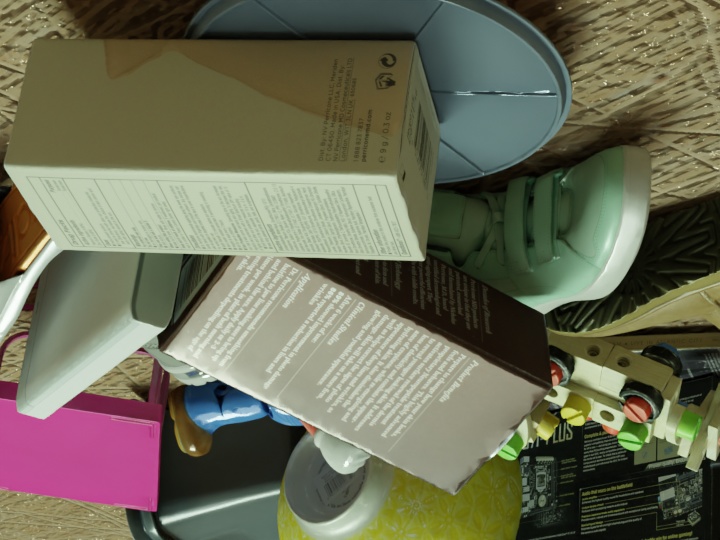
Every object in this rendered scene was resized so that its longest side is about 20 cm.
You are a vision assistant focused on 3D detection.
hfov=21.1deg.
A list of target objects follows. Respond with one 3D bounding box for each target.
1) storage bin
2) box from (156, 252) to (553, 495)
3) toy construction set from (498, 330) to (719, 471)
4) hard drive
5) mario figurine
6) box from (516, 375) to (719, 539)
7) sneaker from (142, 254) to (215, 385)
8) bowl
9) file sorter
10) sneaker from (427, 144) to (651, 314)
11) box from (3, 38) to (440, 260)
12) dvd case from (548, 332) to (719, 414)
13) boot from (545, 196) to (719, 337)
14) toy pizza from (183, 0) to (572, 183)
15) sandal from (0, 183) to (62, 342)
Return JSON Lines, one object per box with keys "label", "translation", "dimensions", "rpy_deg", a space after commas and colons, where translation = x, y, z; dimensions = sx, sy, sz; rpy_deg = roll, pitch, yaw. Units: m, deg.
{"label": "storage bin", "translation": [-0.092, 0.182, 1.575], "dimensions": [0.133, 0.146, 0.200], "rpy_deg": [-13, 153, 16]}
{"label": "box", "translation": [-0.001, 0.034, 1.079], "dimensions": [0.199, 0.075, 0.100], "rpy_deg": [29, 122, -18]}
{"label": "toy construction set", "translation": [0.158, 0.088, 1.295], "dimensions": [0.199, 0.092, 0.132], "rpy_deg": [10, 140, 9]}
{"label": "hard drive", "translation": [-0.150, -0.001, 1.136], "dimensions": [0.027, 0.133, 0.200], "rpy_deg": [18, 154, -23]}
{"label": "mario figurine", "translation": [-0.027, 0.095, 1.352], "dimensions": [0.199, 0.124, 0.106], "rpy_deg": [-9, 155, 22]}
{"label": "box", "translation": [0.203, 0.182, 1.417], "dimensions": [0.086, 0.165, 0.199], "rpy_deg": [22, 151, -38]}
{"label": "sneaker", "translation": [-0.061, -0.002, 1.131], "dimensions": [0.200, 0.075, 0.082], "rpy_deg": [-37, 134, 23]}
{"label": "bowl", "translation": [0.006, 0.162, 1.407], "dimensions": [0.199, 0.201, 0.108], "rpy_deg": [-12, 150, 35]}
{"label": "file sorter", "translation": [-0.197, 0.068, 1.321], "dimensions": [0.138, 0.126, 0.200], "rpy_deg": [8, 156, -3]}
{"label": "sneaker", "translation": [0.080, -0.024, 1.107], "dimensions": [0.117, 0.074, 0.200], "rpy_deg": [14, 156, -18]}
{"label": "box", "translation": [-0.066, -0.060, 0.967], "dimensions": [0.199, 0.078, 0.095], "rpy_deg": [3, 154, 12]}
{"label": "dvd case", "translation": [0.188, 0.078, 1.402], "dimensions": [0.199, 0.016, 0.149], "rpy_deg": [-4, 157, 18]}
{"label": "boot", "translation": [0.230, 0.029, 1.214], "dimensions": [0.174, 0.067, 0.199], "rpy_deg": [-15, 152, 40]}
{"label": "toy pizza", "translation": [0.009, -0.104, 0.984], "dimensions": [0.199, 0.032, 0.200], "rpy_deg": [7, 154, 3]}
{"label": "sandal", "translation": [-0.221, -0.021, 1.147], "dimensions": [0.059, 0.080, 0.207], "rpy_deg": [9, 139, -33]}
